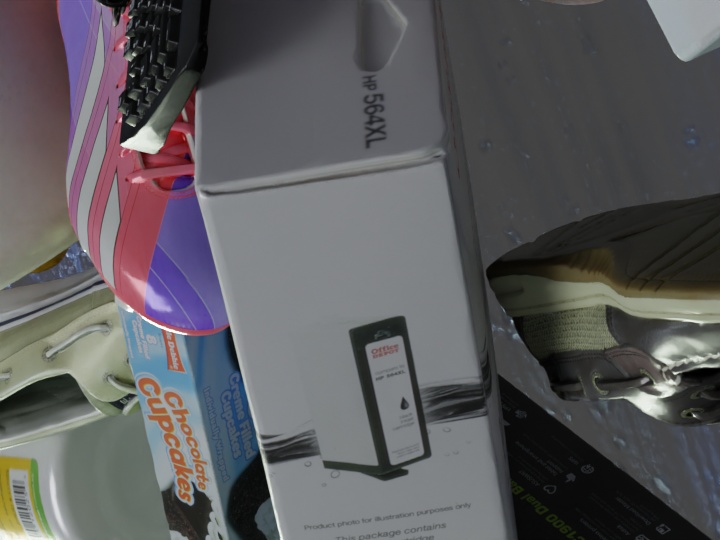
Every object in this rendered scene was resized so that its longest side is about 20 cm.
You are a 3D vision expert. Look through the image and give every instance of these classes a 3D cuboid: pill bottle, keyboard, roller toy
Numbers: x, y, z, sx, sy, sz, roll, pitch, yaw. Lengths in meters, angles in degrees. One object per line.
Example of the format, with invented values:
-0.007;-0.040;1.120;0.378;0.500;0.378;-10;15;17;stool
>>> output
-0.134;0.093;1.343;0.200;0.111;0.112;-3;109;62;pill bottle
-0.074;-0.132;0.961;0.104;0.039;0.201;124;155;-57;keyboard
-0.170;-0.059;1.190;0.140;0.200;0.182;58;163;-11;roller toy

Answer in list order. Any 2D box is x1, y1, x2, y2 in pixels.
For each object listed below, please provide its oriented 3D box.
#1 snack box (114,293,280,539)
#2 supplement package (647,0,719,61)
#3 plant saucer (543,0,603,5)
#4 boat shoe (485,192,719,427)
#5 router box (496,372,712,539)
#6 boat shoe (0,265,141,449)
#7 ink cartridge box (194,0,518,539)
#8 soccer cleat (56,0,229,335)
-0.029;0.073;1.127;0.037;0.116;0.201;10;122;38;snack box
0.135;-0.168;0.601;0.152;0.150;0.200;63;153;5;supplement package
0.052;-0.182;0.871;0.200;0.034;0.201;42;144;40;plant saucer
0.107;0.016;0.897;0.066;0.072;0.201;65;159;-11;boat shoe
0.073;0.141;1.061;0.200;0.062;0.151;38;143;43;router box
-0.099;0.033;1.202;0.199;0.072;0.062;-18;54;34;boat shoe
0.000;0.000;0.966;0.146;0.084;0.201;-94;-6;-51;ink cartridge box
-0.077;-0.067;1.054;0.077;0.066;0.201;109;155;-47;soccer cleat
